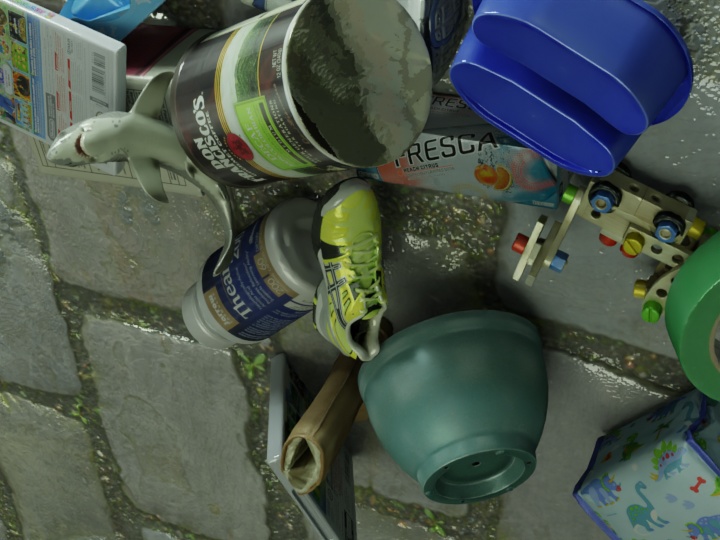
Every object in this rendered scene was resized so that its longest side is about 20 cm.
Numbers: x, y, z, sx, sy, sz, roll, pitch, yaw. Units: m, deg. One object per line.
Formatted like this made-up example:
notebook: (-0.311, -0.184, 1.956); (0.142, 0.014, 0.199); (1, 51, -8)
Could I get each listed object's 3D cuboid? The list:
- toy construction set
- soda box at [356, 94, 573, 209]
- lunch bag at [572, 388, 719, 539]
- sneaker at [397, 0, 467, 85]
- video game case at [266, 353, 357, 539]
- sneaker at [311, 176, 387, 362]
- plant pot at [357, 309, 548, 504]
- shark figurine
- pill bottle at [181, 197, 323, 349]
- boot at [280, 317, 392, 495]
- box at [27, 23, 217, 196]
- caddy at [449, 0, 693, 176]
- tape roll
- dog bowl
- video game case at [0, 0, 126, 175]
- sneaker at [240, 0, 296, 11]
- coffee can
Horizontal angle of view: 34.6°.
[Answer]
toy construction set: (0.240, -0.020, 1.052); (0.198, 0.093, 0.132); (16, 135, -1)
soda box: (0.093, -0.114, 1.052); (0.198, 0.069, 0.064); (10, 133, 21)
lunch bag: (0.353, 0.238, 1.187); (0.200, 0.127, 0.170); (47, 134, -3)
sneaker: (0.034, -0.251, 0.976); (0.086, 0.074, 0.202); (10, 127, 36)
video game case: (-0.055, 0.220, 1.345); (0.022, 0.201, 0.183); (-25, 117, 11)
sneaker: (0.000, 0.000, 1.111); (0.076, 0.075, 0.202); (43, 147, 39)
plant pot: (0.105, 0.152, 1.172); (0.198, 0.135, 0.201); (-8, 145, -6)
shark figurine: (-0.179, -0.095, 1.071); (0.214, 0.129, 0.089); (38, 162, -30)
pill bottle: (-0.107, 0.012, 1.241); (0.111, 0.111, 0.199); (44, 134, -14)
boot: (-0.032, 0.165, 1.272); (0.065, 0.201, 0.176); (18, 135, 12)
box: (-0.228, -0.166, 1.149); (0.198, 0.109, 0.129); (9, 130, 21)
caddy: (0.170, -0.173, 0.936); (0.199, 0.105, 0.142); (33, 153, 3)
tape roll: (0.367, 0.034, 0.997); (0.198, 0.048, 0.202); (-3, 130, -4)
dog bowl: (-0.205, -0.269, 1.052); (0.049, 0.112, 0.199); (37, 137, -27)
video game case: (-0.307, -0.186, 1.082); (0.198, 0.018, 0.144); (25, 135, 13)
sneaker: (-0.089, -0.305, 0.977); (0.087, 0.076, 0.202); (7, 131, 23)
coffee can: (-0.055, -0.152, 0.988); (0.199, 0.147, 0.147); (-3, 130, 54)
